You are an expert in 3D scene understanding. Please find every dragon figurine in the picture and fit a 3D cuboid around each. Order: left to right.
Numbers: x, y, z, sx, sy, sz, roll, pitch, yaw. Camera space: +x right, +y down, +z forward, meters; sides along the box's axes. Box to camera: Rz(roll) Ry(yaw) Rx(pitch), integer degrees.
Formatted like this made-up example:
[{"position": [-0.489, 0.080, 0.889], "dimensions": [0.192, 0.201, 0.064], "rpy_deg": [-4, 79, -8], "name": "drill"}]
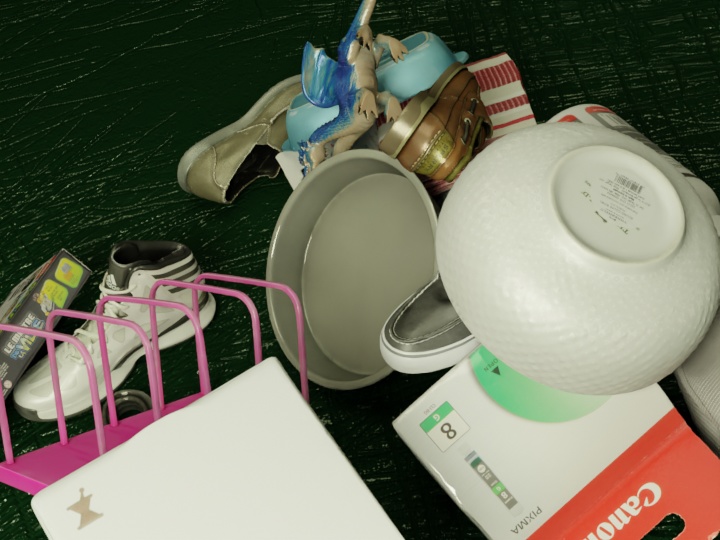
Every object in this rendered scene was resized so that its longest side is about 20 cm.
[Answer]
[{"position": [-0.013, -0.170, 0.974], "dimensions": [0.059, 0.200, 0.099], "rpy_deg": [0, -1, -43], "name": "dragon figurine"}]

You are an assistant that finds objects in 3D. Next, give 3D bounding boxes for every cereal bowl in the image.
[{"position": [0.155, -0.022, 0.752], "dimensions": [0.200, 0.083, 0.200], "rpy_deg": [6, 59, -9], "name": "cereal bowl"}]

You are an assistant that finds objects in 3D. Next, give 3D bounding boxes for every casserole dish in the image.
[{"position": [0.006, -0.175, 1.068], "dimensions": [0.200, 0.039, 0.121], "rpy_deg": [-25, 18, 8], "name": "casserole dish"}]

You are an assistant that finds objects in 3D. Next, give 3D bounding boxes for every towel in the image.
[{"position": [0.086, -0.133, 1.028], "dimensions": [0.144, 0.023, 0.200], "rpy_deg": [-16, 33, 8], "name": "towel"}]

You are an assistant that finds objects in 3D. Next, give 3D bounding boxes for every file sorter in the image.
[{"position": [-0.151, 0.081, 0.829], "dimensions": [0.139, 0.126, 0.200], "rpy_deg": [7, 16, 42], "name": "file sorter"}]

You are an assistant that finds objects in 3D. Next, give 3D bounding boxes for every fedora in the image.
[{"position": [0.279, 0.089, 0.789], "dimensions": [0.090, 0.177, 0.200], "rpy_deg": [-27, 58, 5], "name": "fedora"}]

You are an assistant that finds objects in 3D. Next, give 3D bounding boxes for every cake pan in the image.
[{"position": [0.000, 0.000, 0.937], "dimensions": [0.037, 0.200, 0.200], "rpy_deg": [9, 24, -46], "name": "cake pan"}]

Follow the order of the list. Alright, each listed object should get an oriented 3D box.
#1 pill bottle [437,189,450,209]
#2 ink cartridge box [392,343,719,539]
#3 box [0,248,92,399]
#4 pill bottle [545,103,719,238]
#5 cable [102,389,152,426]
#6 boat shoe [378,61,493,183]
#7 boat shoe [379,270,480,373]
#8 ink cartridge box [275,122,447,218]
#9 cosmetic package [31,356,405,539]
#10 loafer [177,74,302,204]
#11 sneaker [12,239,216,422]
[{"position": [0.120, 0.016, 0.927], "dimensions": [0.112, 0.113, 0.200], "rpy_deg": [-11, 44, 0], "name": "pill bottle"}, {"position": [0.145, 0.130, 0.770], "dimensions": [0.161, 0.050, 0.200], "rpy_deg": [-41, 71, -3], "name": "ink cartridge box"}, {"position": [-0.316, 0.078, 0.964], "dimensions": [0.110, 0.035, 0.200], "rpy_deg": [-28, 27, 45], "name": "box"}, {"position": [0.235, -0.049, 0.967], "dimensions": [0.116, 0.116, 0.200], "rpy_deg": [-26, 46, -14], "name": "pill bottle"}, {"position": [-0.164, 0.160, 0.881], "dimensions": [0.097, 0.050, 0.200], "rpy_deg": [-14, 46, 1], "name": "cable"}, {"position": [0.073, -0.118, 0.939], "dimensions": [0.068, 0.072, 0.200], "rpy_deg": [36, 30, 1], "name": "boat shoe"}, {"position": [0.097, 0.000, 0.818], "dimensions": [0.200, 0.066, 0.070], "rpy_deg": [-28, 46, -14], "name": "boat shoe"}, {"position": [0.031, -0.091, 1.083], "dimensions": [0.200, 0.068, 0.115], "rpy_deg": [-20, 44, -10], "name": "ink cartridge box"}, {"position": [-0.075, 0.196, 0.697], "dimensions": [0.167, 0.200, 0.166], "rpy_deg": [-30, 63, -17], "name": "cosmetic package"}, {"position": [-0.093, -0.129, 1.155], "dimensions": [0.200, 0.075, 0.070], "rpy_deg": [-39, 62, -20], "name": "loafer"}, {"position": [-0.226, 0.038, 0.971], "dimensions": [0.200, 0.115, 0.076], "rpy_deg": [-35, 49, -22], "name": "sneaker"}]
